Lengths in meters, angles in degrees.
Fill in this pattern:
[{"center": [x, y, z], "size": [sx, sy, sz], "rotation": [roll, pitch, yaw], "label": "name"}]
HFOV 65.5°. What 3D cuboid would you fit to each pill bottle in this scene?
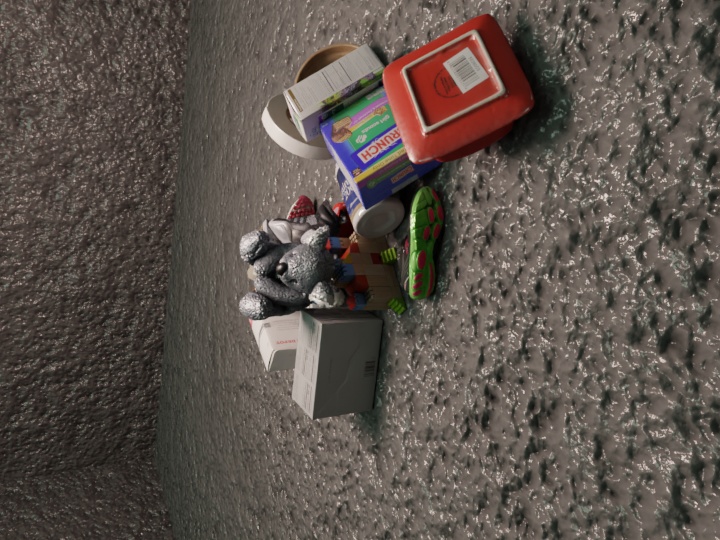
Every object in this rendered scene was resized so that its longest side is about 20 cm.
[{"center": [0.010, -0.178, 1.145], "size": [0.112, 0.108, 0.204], "rotation": [-54, 45, 44], "label": "pill bottle"}]

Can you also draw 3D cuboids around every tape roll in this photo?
[{"center": [-0.129, -0.336, 1.301], "size": [0.037, 0.197, 0.206], "rotation": [-57, 44, 40], "label": "tape roll"}]

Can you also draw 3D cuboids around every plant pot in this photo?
[{"center": [-0.039, -0.375, 1.212], "size": [0.093, 0.194, 0.207], "rotation": [55, -156, -72], "label": "plant pot"}]

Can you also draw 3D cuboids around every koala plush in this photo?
[{"center": [-0.119, 0.001, 1.102], "size": [0.197, 0.180, 0.184], "rotation": [-18, 72, 48], "label": "koala plush"}]

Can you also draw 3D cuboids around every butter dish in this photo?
[{"center": [0.156, -0.252, 0.875], "size": [0.195, 0.148, 0.205], "rotation": [-23, 62, 14], "label": "butter dish"}]

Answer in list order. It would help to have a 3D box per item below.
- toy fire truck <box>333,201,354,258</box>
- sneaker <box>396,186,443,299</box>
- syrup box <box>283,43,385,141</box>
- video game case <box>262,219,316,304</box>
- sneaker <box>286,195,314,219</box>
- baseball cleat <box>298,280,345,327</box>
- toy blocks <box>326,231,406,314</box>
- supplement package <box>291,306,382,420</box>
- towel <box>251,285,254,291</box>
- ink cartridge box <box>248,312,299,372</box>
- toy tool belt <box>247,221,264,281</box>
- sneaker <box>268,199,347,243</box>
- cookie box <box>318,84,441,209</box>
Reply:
[{"center": [-0.062, -0.068, 1.330], "size": [0.140, 0.047, 0.207], "rotation": [34, 118, 57], "label": "toy fire truck"}, {"center": [0.099, -0.052, 1.026], "size": [0.083, 0.075, 0.207], "rotation": [21, 107, 53], "label": "sneaker"}, {"center": [-0.047, -0.350, 1.107], "size": [0.083, 0.197, 0.079], "rotation": [56, 174, 19], "label": "syrup box"}, {"center": [-0.160, -0.022, 1.287], "size": [0.018, 0.141, 0.203], "rotation": [-44, 35, 24], "label": "video game case"}, {"center": [-0.180, -0.113, 1.506], "size": [0.075, 0.078, 0.204], "rotation": [59, 138, 44], "label": "sneaker"}, {"center": [-0.110, 0.074, 1.375], "size": [0.108, 0.069, 0.199], "rotation": [54, 134, 2], "label": "baseball cleat"}, {"center": [0.000, 0.000, 1.137], "size": [0.100, 0.133, 0.205], "rotation": [-47, 51, 48], "label": "toy blocks"}, {"center": [-0.051, 0.192, 1.205], "size": [0.110, 0.152, 0.207], "rotation": [24, 110, 56], "label": "supplement package"}, {"center": [-0.203, 0.018, 1.453], "size": [0.196, 0.022, 0.149], "rotation": [-21, 33, 29], "label": "towel"}, {"center": [-0.201, 0.160, 1.473], "size": [0.202, 0.142, 0.084], "rotation": [59, 139, 42], "label": "ink cartridge box"}, {"center": [-0.225, -0.062, 1.422], "size": [0.125, 0.121, 0.202], "rotation": [-63, 27, 30], "label": "toy tool belt"}, {"center": [-0.113, -0.101, 1.248], "size": [0.197, 0.076, 0.115], "rotation": [21, 63, 40], "label": "sneaker"}, {"center": [0.034, -0.239, 1.051], "size": [0.202, 0.168, 0.076], "rotation": [59, 179, 39], "label": "cookie box"}]
